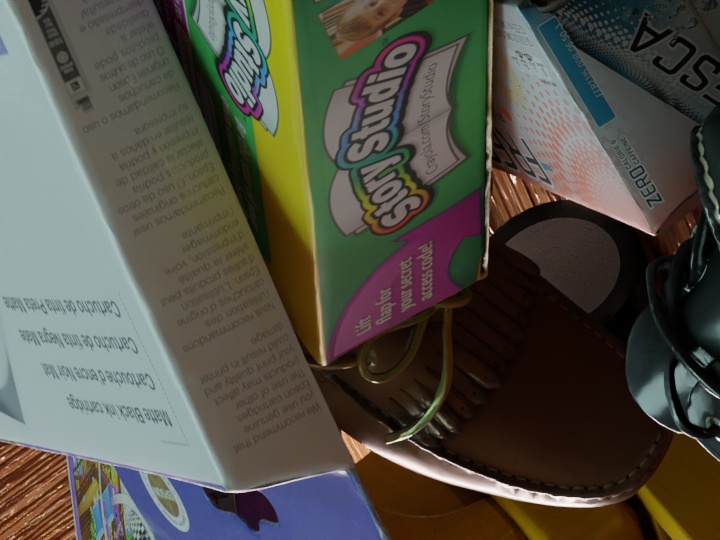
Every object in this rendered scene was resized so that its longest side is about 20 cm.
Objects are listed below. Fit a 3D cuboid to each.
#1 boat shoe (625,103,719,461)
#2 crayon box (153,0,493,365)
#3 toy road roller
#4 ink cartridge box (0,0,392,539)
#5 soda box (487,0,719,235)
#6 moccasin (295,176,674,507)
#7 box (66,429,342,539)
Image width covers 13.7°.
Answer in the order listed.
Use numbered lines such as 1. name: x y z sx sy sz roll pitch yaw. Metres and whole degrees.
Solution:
1. boat shoe: 0.096 0.020 0.695 0.199 0.066 0.075 44 -145 -62
2. crayon box: -0.035 -0.097 0.725 0.173 0.058 0.200 54 166 24
3. toy road roller: 0.072 0.092 0.947 0.200 0.146 0.123 47 169 37
4. ink cartridge box: -0.075 0.004 0.798 0.200 0.041 0.200 65 158 -11
5. soda box: 0.044 -0.068 0.768 0.068 0.064 0.200 57 170 -19
6. moccasin: 0.001 -0.001 0.842 0.201 0.074 0.078 39 169 -1
7. box: -0.054 0.056 0.965 0.200 0.039 0.137 143 121 -67
